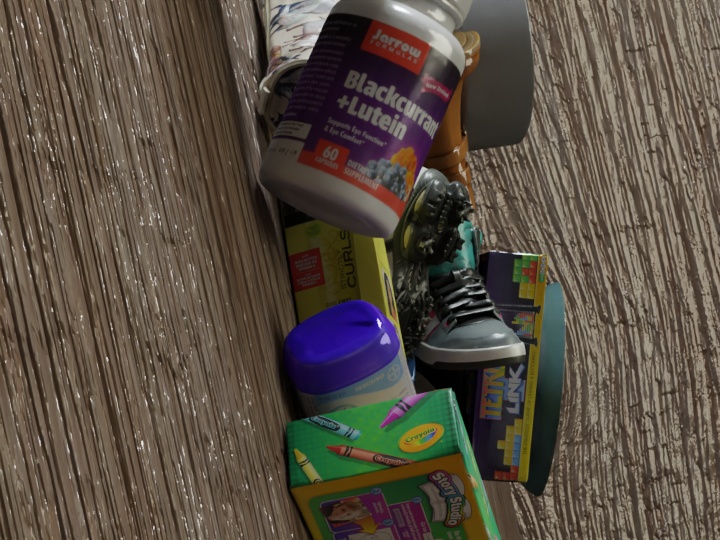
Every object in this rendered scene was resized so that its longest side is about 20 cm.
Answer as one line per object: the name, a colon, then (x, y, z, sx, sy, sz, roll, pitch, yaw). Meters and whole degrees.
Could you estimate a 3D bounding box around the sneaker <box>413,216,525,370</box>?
sneaker: (0.080, 0.013, 1.527, 0.200, 0.083, 0.121, -162, -113, -66)

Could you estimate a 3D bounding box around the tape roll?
tape roll: (0.100, -0.211, 1.667, 0.200, 0.066, 0.201, 171, -90, -79)

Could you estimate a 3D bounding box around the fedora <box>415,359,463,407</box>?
fedora: (0.065, 0.082, 1.759, 0.200, 0.091, 0.201, -12, 104, -59)

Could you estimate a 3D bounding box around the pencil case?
pencil case: (-0.045, -0.188, 1.482, 0.200, 0.089, 0.078, -93, -172, -49)

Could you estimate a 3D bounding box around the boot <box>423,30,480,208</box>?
boot: (0.065, -0.121, 1.563, 0.200, 0.077, 0.156, 1, -73, 67)

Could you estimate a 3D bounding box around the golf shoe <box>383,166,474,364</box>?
golf shoe: (0.014, 0.007, 1.477, 0.078, 0.094, 0.200, 22, 95, -55)

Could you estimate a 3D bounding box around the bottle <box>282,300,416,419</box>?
bottle: (0.005, 0.117, 1.321, 0.065, 0.083, 0.200, 53, -16, 51)

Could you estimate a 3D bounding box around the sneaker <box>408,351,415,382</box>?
sneaker: (0.018, 0.129, 1.543, 0.083, 0.071, 0.200, 160, -84, -76)

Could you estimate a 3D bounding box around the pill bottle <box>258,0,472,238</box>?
pill bottle: (0.011, -0.135, 1.354, 0.111, 0.111, 0.200, 54, 58, -74)

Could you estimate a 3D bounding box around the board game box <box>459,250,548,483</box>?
board game box: (0.125, 0.085, 1.642, 0.165, 0.057, 0.201, 98, -3, -88)

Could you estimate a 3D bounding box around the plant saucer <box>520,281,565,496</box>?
plant saucer: (0.162, 0.109, 1.692, 0.200, 0.027, 0.201, -175, -90, -89)

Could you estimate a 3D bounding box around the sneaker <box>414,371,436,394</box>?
sneaker: (0.053, 0.205, 1.656, 0.147, 0.080, 0.201, 93, -19, -66)

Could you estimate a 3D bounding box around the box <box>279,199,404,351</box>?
box: (-0.014, 0.009, 1.407, 0.050, 0.075, 0.201, 51, 28, -67)

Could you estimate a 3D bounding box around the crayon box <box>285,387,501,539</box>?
crayon box: (0.030, 0.174, 1.271, 0.200, 0.118, 0.058, 71, 9, -46)
